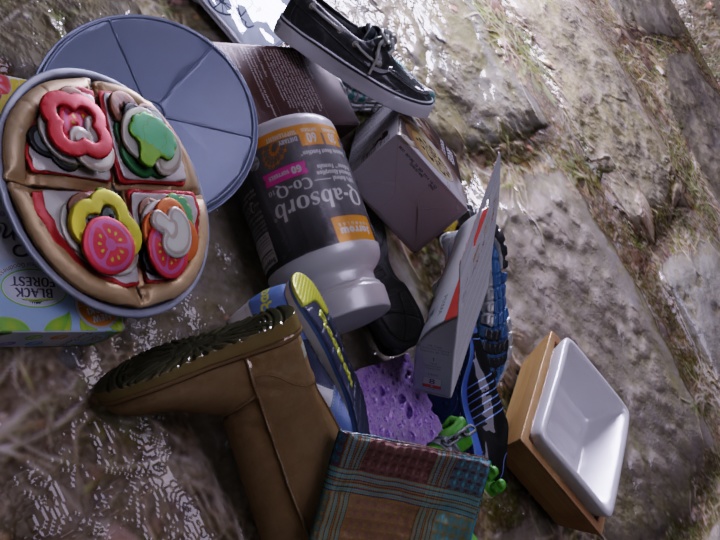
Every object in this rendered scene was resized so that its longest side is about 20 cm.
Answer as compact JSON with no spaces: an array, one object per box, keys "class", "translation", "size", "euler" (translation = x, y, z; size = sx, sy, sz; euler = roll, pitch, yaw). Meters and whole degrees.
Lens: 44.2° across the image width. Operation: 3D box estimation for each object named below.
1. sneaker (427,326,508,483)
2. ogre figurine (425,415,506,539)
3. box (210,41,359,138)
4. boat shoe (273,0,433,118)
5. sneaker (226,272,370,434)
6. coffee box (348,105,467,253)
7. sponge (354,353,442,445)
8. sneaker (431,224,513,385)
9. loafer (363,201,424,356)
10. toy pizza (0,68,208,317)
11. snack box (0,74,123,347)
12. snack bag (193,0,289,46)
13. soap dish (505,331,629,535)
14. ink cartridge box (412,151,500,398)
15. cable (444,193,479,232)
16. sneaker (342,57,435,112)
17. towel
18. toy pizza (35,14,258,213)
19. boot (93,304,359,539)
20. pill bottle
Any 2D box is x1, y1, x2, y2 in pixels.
[{"class":"sneaker","translation":[0.120,0.144,0.975],"size":[0.078,0.070,0.201],"euler":[25,55,-42]},{"class":"ogre figurine","translation":[0.070,0.250,0.815],"size":[0.120,0.201,0.098],"euler":[-17,34,-42]},{"class":"box","translation":[-0.101,-0.177,0.931],"size":[0.200,0.075,0.100],"euler":[-13,75,-50]},{"class":"boat shoe","translation":[0.007,-0.237,0.960],"size":[0.199,0.068,0.074],"euler":[29,24,-16]},{"class":"sneaker","translation":[-0.046,0.102,0.763],"size":[0.074,0.082,0.201],"euler":[-84,153,-75]},{"class":"coffee box","translation":[0.051,-0.117,1.007],"size":[0.113,0.080,0.200],"euler":[46,18,-15]},{"class":"sponge","translation":[0.004,0.153,0.858],"size":[0.200,0.030,0.112],"euler":[-10,72,-52]},{"class":"sneaker","translation":[0.127,0.045,1.047],"size":[0.075,0.086,0.201],"euler":[-1,90,-55]},{"class":"loafer","translation":[0.000,0.000,0.948],"size":[0.072,0.063,0.201],"euler":[-16,73,-28]},{"class":"toy pizza","translation":[-0.184,-0.063,0.678],"size":[0.200,0.032,0.201],"euler":[33,47,-43]},{"class":"snack box","translation":[-0.260,-0.045,0.657],"size":[0.142,0.053,0.201],"euler":[3,70,-46]},{"class":"snack bag","translation":[-0.146,-0.343,1.035],"size":[0.200,0.021,0.189],"euler":[49,38,-13]},{"class":"soap dish","translation":[0.244,0.194,1.066],"size":[0.157,0.081,0.200],"euler":[49,37,-14]},{"class":"ink cartridge box","translation":[0.094,0.005,0.877],"size":[0.200,0.050,0.163],"euler":[84,23,-46]},{"class":"cable","translation":[0.133,-0.012,1.133],"size":[0.097,0.050,0.201],"euler":[16,65,-61]},{"class":"sneaker","translation":[0.004,-0.248,1.117],"size":[0.200,0.078,0.091],"euler":[15,39,-48]},{"class":"towel","translation":[0.021,0.237,0.712],"size":[0.146,0.022,0.201],"euler":[15,90,-24]},{"class":"toy pizza","translation":[-0.190,-0.134,0.791],"size":[0.199,0.032,0.201],"euler":[6,73,-22]},{"class":"boot","translation":[-0.094,0.147,0.701],"size":[0.066,0.174,0.201],"euler":[-111,-177,-74]},{"class":"pill bottle","translation":[-0.048,-0.041,0.861],"size":[0.116,0.116,0.201],"euler":[-4,68,-50]}]
